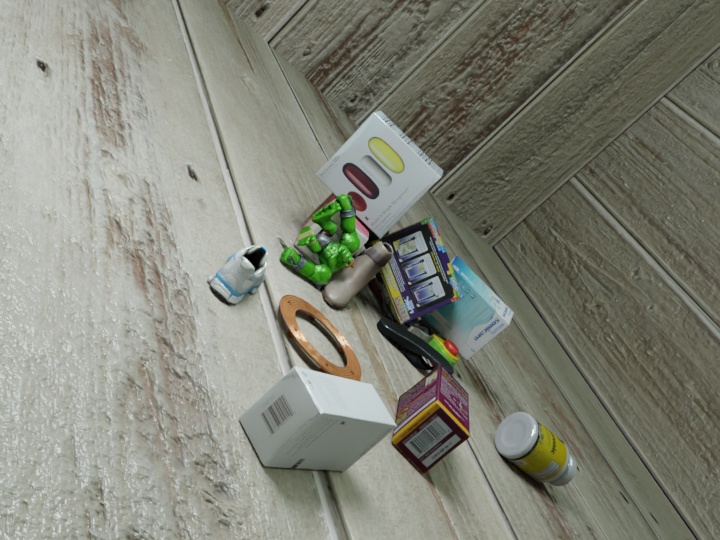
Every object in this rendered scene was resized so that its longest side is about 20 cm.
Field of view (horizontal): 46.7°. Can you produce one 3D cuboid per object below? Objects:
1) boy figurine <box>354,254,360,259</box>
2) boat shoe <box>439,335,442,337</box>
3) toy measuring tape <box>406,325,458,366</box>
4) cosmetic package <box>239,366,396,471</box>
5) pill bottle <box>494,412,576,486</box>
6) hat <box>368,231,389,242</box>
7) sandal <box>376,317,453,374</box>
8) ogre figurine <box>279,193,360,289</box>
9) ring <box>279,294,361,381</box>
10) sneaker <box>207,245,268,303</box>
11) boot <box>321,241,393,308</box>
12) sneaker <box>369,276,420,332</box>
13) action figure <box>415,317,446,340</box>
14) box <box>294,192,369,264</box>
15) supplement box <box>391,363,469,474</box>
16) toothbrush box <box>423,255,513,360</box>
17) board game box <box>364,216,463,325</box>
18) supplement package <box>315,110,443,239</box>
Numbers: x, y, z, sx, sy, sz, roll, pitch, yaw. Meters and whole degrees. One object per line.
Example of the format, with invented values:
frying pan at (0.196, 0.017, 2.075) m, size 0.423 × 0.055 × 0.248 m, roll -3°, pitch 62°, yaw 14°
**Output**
boy figurine at (0.051, -0.035, 1.984) m, size 0.064 × 0.124 × 0.200 m, roll 52°, pitch 38°, yaw 3°
boat shoe at (0.199, 0.104, 2.205) m, size 0.200 × 0.073 × 0.074 m, roll 49°, pitch 14°, yaw 5°
toy measuring tape at (0.174, 0.184, 1.930) m, size 0.200 × 0.074 × 0.074 m, roll 32°, pitch 21°, yaw -47°
cosmetic package at (-0.052, 0.204, 1.120) m, size 0.200 × 0.113 × 0.081 m, roll 23°, pitch 27°, yaw -54°
pill bottle at (0.406, 0.415, 1.905) m, size 0.200 × 0.111 × 0.111 m, roll 40°, pitch 16°, yaw -32°
hat at (0.056, -0.087, 2.064) m, size 0.176 × 0.166 × 0.200 m, roll 40°, pitch -6°, yaw 11°
sandal at (0.117, 0.176, 1.847) m, size 0.200 × 0.048 × 0.075 m, roll 34°, pitch 16°, yaw -2°
ogre figurine at (-0.066, -0.053, 1.695) m, size 0.120 × 0.098 × 0.200 m, roll 59°, pitch 40°, yaw -31°
ring at (-0.073, 0.123, 1.463) m, size 0.200 × 0.019 × 0.200 m, roll 43°, pitch 14°, yaw -14°
sneaker at (-0.178, -0.008, 1.370) m, size 0.075 × 0.087 × 0.200 m, roll 44°, pitch 13°, yaw -7°
boot at (0.000, 0.000, 1.745) m, size 0.070 × 0.146 × 0.200 m, roll 48°, pitch 14°, yaw -5°
sneaker at (0.088, 0.069, 1.971) m, size 0.081 × 0.075 × 0.200 m, roll 32°, pitch 22°, yaw -48°
action figure at (0.174, 0.133, 2.071) m, size 0.130 × 0.069 × 0.200 m, roll 55°, pitch 18°, yaw 4°
box at (-0.058, -0.090, 1.854) m, size 0.109 × 0.128 × 0.200 m, roll 44°, pitch 14°, yaw -11°
supplement box at (0.129, 0.261, 1.498) m, size 0.086 × 0.110 × 0.200 m, roll 47°, pitch 14°, yaw -5°
toothbrush box at (0.243, 0.090, 1.997) m, size 0.200 × 0.146 × 0.085 m, roll 45°, pitch 26°, yaw 0°
board game box at (0.121, 0.001, 1.888) m, size 0.057 × 0.165 × 0.200 m, roll 172°, pitch -103°, yaw -75°
supplement package at (0.044, -0.213, 1.834) m, size 0.200 × 0.191 × 0.147 m, roll 44°, pitch 14°, yaw -3°
